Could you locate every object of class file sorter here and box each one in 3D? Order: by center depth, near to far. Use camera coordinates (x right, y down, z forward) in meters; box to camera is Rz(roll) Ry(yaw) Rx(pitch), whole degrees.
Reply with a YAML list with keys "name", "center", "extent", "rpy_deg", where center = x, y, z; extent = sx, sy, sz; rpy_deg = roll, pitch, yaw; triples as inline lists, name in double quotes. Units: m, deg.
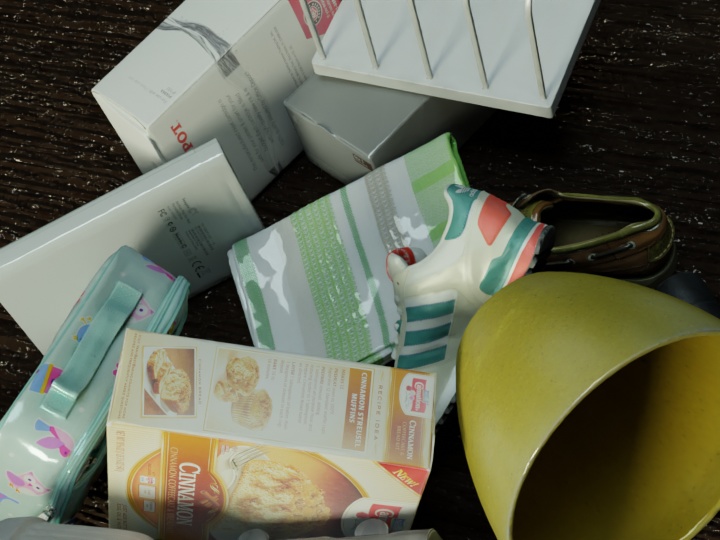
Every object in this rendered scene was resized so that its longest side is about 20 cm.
- name: "file sorter"
  center: [0.065, -0.222, 1.177]
  extent: [0.198, 0.125, 0.140]
  rpy_deg: [13, 61, 23]

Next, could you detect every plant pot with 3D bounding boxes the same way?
- name: "plant pot"
  center: [0.139, 0.082, 1.004]
  extent: [0.199, 0.201, 0.142]
  rpy_deg: [-35, 45, -7]

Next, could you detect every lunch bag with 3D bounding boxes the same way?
- name: "lunch bag"
  center: [-0.195, 0.090, 1.119]
  extent: [0.077, 0.161, 0.201]
  rpy_deg: [30, 54, -5]

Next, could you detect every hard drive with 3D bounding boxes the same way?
- name: "hard drive"
  center: [-0.174, -0.010, 1.210]
  extent: [0.198, 0.132, 0.026]
  rpy_deg: [-27, 53, -1]

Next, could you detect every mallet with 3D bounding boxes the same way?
- name: "mallet"
  center: [0.160, 0.062, 1.107]
  extent: [0.198, 0.041, 0.066]
  rpy_deg: [-20, 53, 10]

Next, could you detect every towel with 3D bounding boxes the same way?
- name: "towel"
  center: [0.000, 0.000, 1.164]
  extent: [0.199, 0.031, 0.151]
  rpy_deg: [-28, 62, 17]

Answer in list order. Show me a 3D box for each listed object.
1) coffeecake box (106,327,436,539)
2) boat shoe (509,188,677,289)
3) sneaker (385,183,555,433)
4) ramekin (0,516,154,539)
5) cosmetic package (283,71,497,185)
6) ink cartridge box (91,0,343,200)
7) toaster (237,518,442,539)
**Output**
- name: "coffeecake box"
  center: [-0.060, 0.120, 1.025]
  extent: [0.197, 0.154, 0.074]
  rpy_deg: [8, 55, -3]
- name: "boat shoe"
  center: [0.130, -0.030, 1.158]
  extent: [0.197, 0.068, 0.073]
  rpy_deg: [-2, 57, 19]
- name: "sneaker"
  center: [0.050, 0.032, 1.086]
  extent: [0.093, 0.070, 0.201]
  rpy_deg: [33, 111, 10]
- name: "ramekin"
  center: [-0.173, 0.254, 0.990]
  extent: [0.104, 0.201, 0.202]
  rpy_deg: [-3, 55, 6]
- name: "cosmetic package"
  center: [0.047, -0.153, 1.265]
  extent: [0.200, 0.090, 0.107]
  rpy_deg: [-46, 55, -11]
- name: "ink cartridge box"
  center: [-0.099, -0.150, 1.273]
  extent: [0.200, 0.147, 0.083]
  rpy_deg: [-45, 53, -14]
- name: "toaster"
  center: [-0.031, 0.261, 0.979]
  extent: [0.178, 0.119, 0.202]
  rpy_deg: [-7, 54, 16]
